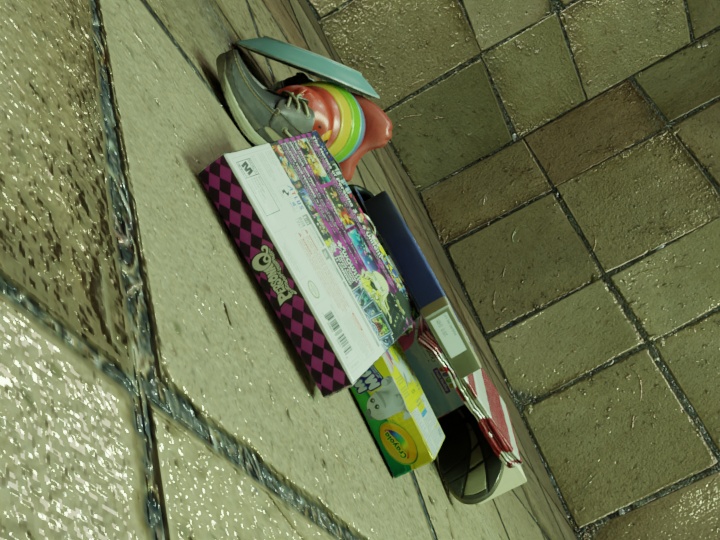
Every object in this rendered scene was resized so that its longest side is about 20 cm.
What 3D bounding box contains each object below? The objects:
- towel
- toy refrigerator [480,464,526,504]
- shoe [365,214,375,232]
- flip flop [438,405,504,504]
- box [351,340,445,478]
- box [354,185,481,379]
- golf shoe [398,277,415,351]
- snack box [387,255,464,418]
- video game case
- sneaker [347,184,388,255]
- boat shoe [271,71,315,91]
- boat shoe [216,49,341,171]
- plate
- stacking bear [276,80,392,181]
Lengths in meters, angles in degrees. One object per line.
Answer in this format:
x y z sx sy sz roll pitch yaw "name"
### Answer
0.122 0.119 1.044 0.201 0.023 0.144 56 13 -16 "towel"
0.155 0.214 1.248 0.070 0.075 0.201 54 11 -44 "toy refrigerator"
-0.001 -0.039 1.155 0.071 0.053 0.200 64 8 9 "shoe"
0.126 0.216 1.106 0.200 0.080 0.058 -113 -174 -63 "flip flop"
0.014 0.089 0.868 0.202 0.048 0.117 65 9 5 "box"
0.056 0.002 0.920 0.201 0.032 0.121 62 3 40 "box"
0.000 0.000 0.981 0.201 0.075 0.092 61 5 -20 "golf shoe"
0.068 0.078 1.167 0.170 0.067 0.200 60 7 -13 "snack box"
-0.034 -0.016 0.760 0.201 0.036 0.181 60 25 -3 "video game case"
0.024 -0.042 1.283 0.201 0.069 0.100 57 4 22 "sneaker"
-0.082 -0.255 1.331 0.069 0.056 0.200 62 8 -4 "boat shoe"
-0.083 -0.160 0.958 0.201 0.073 0.075 55 11 -44 "boat shoe"
-0.065 -0.267 1.160 0.198 0.026 0.200 20 9 -3 "plate"
-0.054 -0.181 1.116 0.114 0.121 0.200 49 15 9 "stacking bear"
